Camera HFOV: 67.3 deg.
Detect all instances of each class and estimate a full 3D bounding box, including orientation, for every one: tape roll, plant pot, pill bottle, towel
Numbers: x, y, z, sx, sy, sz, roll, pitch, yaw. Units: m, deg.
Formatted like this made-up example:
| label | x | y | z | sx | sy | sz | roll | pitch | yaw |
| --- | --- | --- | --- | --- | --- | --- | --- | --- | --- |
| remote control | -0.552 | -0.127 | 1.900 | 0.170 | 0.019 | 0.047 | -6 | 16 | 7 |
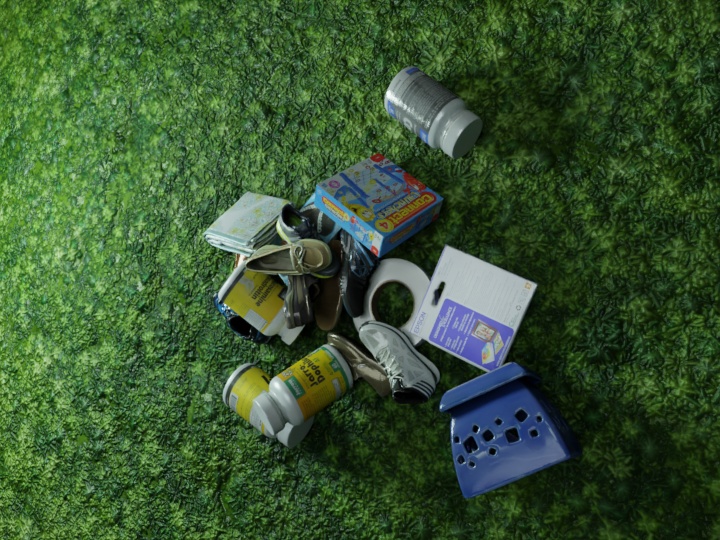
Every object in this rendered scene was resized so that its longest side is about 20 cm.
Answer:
| label | x | y | z | sx | sy | sz | roll | pitch | yaw |
| --- | --- | --- | --- | --- | --- | --- | --- | --- | --- |
| tape roll | 0.075 | 0.077 | 1.177 | 0.199 | 0.037 | 0.207 | -3 | 83 | 25 |
| plant pot | 0.263 | 0.281 | 0.980 | 0.198 | 0.199 | 0.182 | -29 | 65 | 19 |
| pill bottle | -0.209 | 0.309 | 1.241 | 0.198 | 0.114 | 0.116 | 28 | 96 | 25 |
| pill bottle | -0.122 | 0.253 | 1.142 | 0.198 | 0.113 | 0.113 | -31 | 66 | -25 |
| towel | -0.262 | -0.113 | 1.296 | 0.198 | 0.049 | 0.171 | 17 | 52 | 38 |
| pill bottle | -0.218 | 0.078 | 1.244 | 0.199 | 0.112 | 0.113 | 38 | 101 | -6 |
| pill bottle | 0.154 | -0.332 | 1.147 | 0.200 | 0.113 | 0.114 | 44 | 102 | 23 |

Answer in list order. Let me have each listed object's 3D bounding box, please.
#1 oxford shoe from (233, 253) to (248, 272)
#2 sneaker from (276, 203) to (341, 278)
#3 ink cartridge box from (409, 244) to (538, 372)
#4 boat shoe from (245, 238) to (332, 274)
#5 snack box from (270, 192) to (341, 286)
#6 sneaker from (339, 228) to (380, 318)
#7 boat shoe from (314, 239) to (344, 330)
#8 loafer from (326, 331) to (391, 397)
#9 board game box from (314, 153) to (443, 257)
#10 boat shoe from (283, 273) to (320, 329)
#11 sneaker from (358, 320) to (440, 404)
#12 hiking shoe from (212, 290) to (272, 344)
| label | x | y | z | sx | sy | sz | roll | pitch | yaw |
| --- | --- | --- | --- | --- | --- | --- | --- | --- | --- |
| oxford shoe | -0.268 | -0.005 | 1.320 | 0.071 | 0.070 | 0.204 | -26 | 72 | 52 |
| sneaker | -0.118 | -0.064 | 1.176 | 0.074 | 0.081 | 0.200 | -40 | 71 | -18 |
| ink cartridge box | 0.225 | 0.077 | 1.090 | 0.198 | 0.043 | 0.201 | 25 | 95 | 16 |
| boat shoe | -0.151 | -0.022 | 1.139 | 0.197 | 0.063 | 0.074 | 1 | 112 | 29 |
| snack box | -0.133 | -0.070 | 1.293 | 0.200 | 0.037 | 0.116 | -47 | 67 | 13 |
| sneaker | 0.000 | 0.000 | 1.163 | 0.080 | 0.073 | 0.204 | -2 | 88 | 11 |
| boat shoe | -0.052 | 0.036 | 1.224 | 0.070 | 0.064 | 0.204 | 6 | 83 | 33 |
| loafer | -0.002 | 0.203 | 1.177 | 0.198 | 0.076 | 0.068 | 32 | 91 | 25 |
| board game box | 0.039 | -0.145 | 1.139 | 0.195 | 0.199 | 0.056 | 39 | 142 | 23 |
| boat shoe | -0.123 | 0.045 | 1.192 | 0.072 | 0.075 | 0.202 | -2 | 48 | 2 |
| sneaker | 0.070 | 0.188 | 1.087 | 0.199 | 0.115 | 0.076 | 38 | 119 | 2 |
| hiking shoe | -0.298 | 0.105 | 1.323 | 0.198 | 0.086 | 0.075 | 32 | 97 | 25 |
